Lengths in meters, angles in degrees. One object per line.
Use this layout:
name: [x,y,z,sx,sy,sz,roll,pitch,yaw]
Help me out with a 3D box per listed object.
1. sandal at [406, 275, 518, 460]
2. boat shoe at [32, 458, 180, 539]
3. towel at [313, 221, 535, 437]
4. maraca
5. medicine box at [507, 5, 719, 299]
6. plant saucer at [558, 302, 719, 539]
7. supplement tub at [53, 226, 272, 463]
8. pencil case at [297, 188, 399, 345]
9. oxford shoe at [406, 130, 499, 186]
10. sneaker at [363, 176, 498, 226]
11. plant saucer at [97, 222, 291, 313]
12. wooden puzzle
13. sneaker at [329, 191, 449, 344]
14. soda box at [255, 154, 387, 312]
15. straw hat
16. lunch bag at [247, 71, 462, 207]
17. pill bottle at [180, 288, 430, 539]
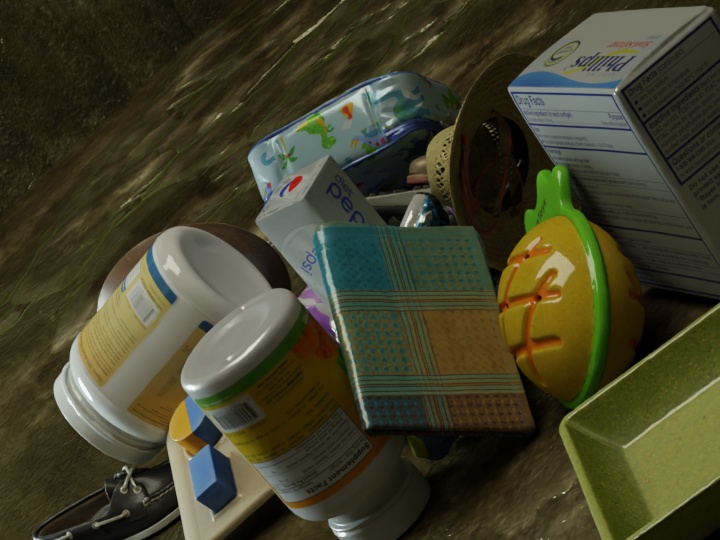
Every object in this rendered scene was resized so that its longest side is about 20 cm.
sandal: [0.089,0.070,1.610,0.087,0.080,0.200,3,48,25]
boat shoe: [-0.226,0.222,1.891,0.200,0.060,0.074,-34,19,20]
towel: [0.047,0.045,1.540,0.022,0.146,0.200,116,149,-46]
maraca: [0.154,0.012,1.504,0.137,0.107,0.200,109,158,-44]
medicine box: [0.231,-0.086,1.473,0.103,0.200,0.182,-39,17,-13]
plant saucer: [0.236,0.098,1.290,0.200,0.048,0.200,-37,18,9]
supplement tub: [-0.186,0.073,1.891,0.200,0.145,0.145,-48,15,19]
pencil case: [0.004,0.011,1.892,0.200,0.085,0.084,-50,7,-28]
oxford shoe: [0.129,-0.129,1.871,0.199,0.075,0.070,-18,7,-20]
sneaker: [0.046,-0.028,1.819,0.199,0.088,0.076,-10,-9,16]
plant saucer: [-0.164,0.044,1.993,0.200,0.200,0.037,-36,37,11]
wooden puzzle: [-0.109,0.140,1.759,0.200,0.046,0.185,-47,31,17]
sneaker: [0.018,0.028,1.664,0.086,0.075,0.201,15,94,26]
soda box: [0.000,0.000,1.740,0.063,0.200,0.068,-23,25,38]
straw hat: [0.104,-0.093,1.737,0.085,0.201,0.201,0,41,39]
lunch bag: [0.006,-0.114,1.934,0.200,0.083,0.161,-27,-17,21]
pill bottle: [-0.036,0.121,1.529,0.111,0.200,0.111,-35,19,14]
